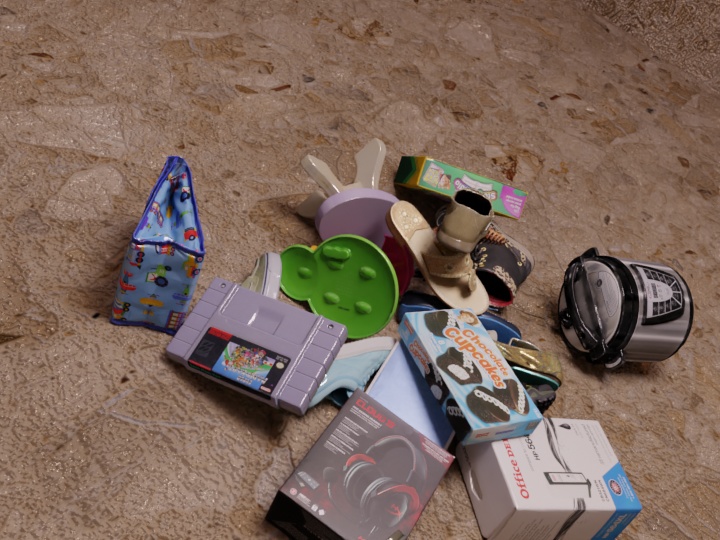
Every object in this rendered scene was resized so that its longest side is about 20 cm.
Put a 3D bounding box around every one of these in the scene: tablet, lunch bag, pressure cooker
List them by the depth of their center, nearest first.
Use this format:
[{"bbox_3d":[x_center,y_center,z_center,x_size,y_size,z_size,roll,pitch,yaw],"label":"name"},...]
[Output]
[{"bbox_3d":[0.069,0.183,1.089,0.129,0.014,0.201,30,56,8],"label":"tablet"},{"bbox_3d":[-0.261,-0.044,1.089,0.093,0.151,0.201,13,40,-18],"label":"lunch bag"},{"bbox_3d":[0.426,0.067,1.367,0.198,0.181,0.176,7,18,-25],"label":"pressure cooker"}]

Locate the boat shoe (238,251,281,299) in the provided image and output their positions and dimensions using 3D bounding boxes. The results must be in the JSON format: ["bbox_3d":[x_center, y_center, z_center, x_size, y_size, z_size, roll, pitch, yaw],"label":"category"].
[{"bbox_3d":[-0.148,0.044,1.125,0.061,0.072,0.201,13,40,-9],"label":"boat shoe"}]

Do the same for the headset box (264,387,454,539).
[{"bbox_3d":[0.007,0.246,0.963,0.148,0.075,0.200,35,45,9],"label":"headset box"}]

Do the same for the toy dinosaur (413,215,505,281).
[{"bbox_3d":[0.148,-0.039,1.326,0.101,0.200,0.137,22,72,-10],"label":"toy dinosaur"}]

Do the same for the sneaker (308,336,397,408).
[{"bbox_3d":[-0.018,0.142,1.107,0.199,0.074,0.083,-8,78,-43],"label":"sneaker"}]

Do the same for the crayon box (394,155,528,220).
[{"bbox_3d":[0.178,-0.153,1.490,0.198,0.059,0.172,17,4,-13],"label":"crayon box"}]

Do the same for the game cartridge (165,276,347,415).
[{"bbox_3d":[-0.131,0.092,1.030,0.198,0.039,0.130,19,54,19],"label":"game cartridge"}]

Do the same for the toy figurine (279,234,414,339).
[{"bbox_3d":[0.000,0.000,1.251,0.198,0.152,0.184,14,18,23],"label":"toy figurine"}]

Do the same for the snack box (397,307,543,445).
[{"bbox_3d":[0.142,0.135,1.092,0.115,0.037,0.201,-2,44,-30],"label":"snack box"}]

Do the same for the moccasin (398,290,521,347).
[{"bbox_3d":[0.158,0.069,1.275,0.198,0.081,0.068,21,33,-10],"label":"moccasin"}]

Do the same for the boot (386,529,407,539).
[{"bbox_3d":[0.060,0.384,0.801,0.199,0.183,0.073,33,1,18],"label":"boot"}]

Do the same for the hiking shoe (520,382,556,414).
[{"bbox_3d":[0.193,0.170,1.180,0.198,0.076,0.101,-1,49,-31],"label":"hiking shoe"}]

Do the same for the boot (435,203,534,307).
[{"bbox_3d":[0.203,-0.026,1.417,0.199,0.073,0.151,36,34,0],"label":"boot"}]

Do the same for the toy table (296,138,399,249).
[{"bbox_3d":[-0.013,-0.109,1.312,0.200,0.183,0.118,38,22,-59],"label":"toy table"}]

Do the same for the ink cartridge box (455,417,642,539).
[{"bbox_3d":[0.244,0.274,1.084,0.198,0.085,0.147,7,41,-24],"label":"ink cartridge box"}]

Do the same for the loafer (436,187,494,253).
[{"bbox_3d":[0.164,-0.086,1.208,0.075,0.068,0.200,26,26,2],"label":"loafer"}]

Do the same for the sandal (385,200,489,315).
[{"bbox_3d":[0.124,-0.024,1.207,0.212,0.070,0.078,48,59,0],"label":"sandal"}]

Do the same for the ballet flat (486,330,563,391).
[{"bbox_3d":[0.211,0.125,1.231,0.198,0.071,0.071,18,38,-9],"label":"ballet flat"}]
